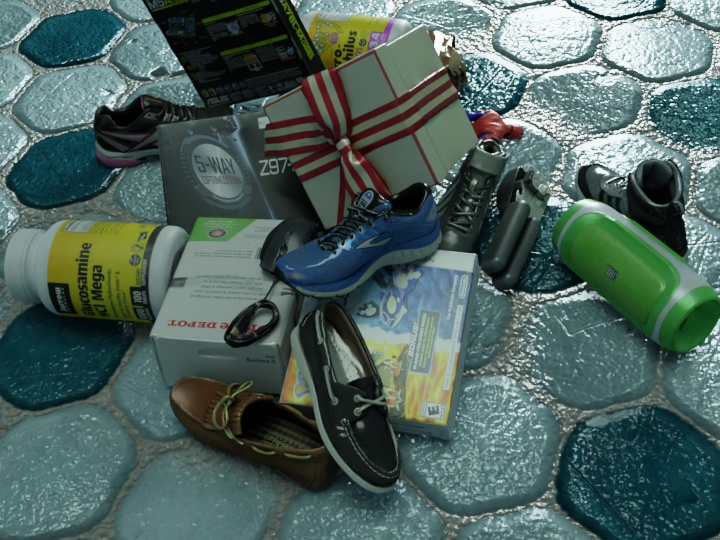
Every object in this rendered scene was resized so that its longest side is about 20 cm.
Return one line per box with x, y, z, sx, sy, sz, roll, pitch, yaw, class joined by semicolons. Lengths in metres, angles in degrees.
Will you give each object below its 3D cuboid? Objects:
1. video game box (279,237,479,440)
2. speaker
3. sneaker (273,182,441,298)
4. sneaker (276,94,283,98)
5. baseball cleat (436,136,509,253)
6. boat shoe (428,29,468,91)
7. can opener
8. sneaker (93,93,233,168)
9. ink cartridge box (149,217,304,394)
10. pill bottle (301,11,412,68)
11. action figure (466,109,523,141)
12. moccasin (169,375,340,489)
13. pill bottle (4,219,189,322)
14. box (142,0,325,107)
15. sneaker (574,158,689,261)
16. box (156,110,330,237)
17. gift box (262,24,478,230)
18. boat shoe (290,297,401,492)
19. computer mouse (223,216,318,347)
0.023;0.067;1.161;0.180;0.047;0.202;5;64;15;video game box
0.303;0.003;1.211;0.088;0.089;0.200;-25;46;-20;speaker
-0.004;-0.041;1.132;0.199;0.090;0.078;-26;41;-26;sneaker
-0.091;-0.199;1.467;0.075;0.088;0.201;-5;43;1;sneaker
0.125;-0.088;1.310;0.069;0.107;0.201;21;49;1;baseball cleat
0.118;-0.284;1.546;0.071;0.076;0.201;-4;45;0;boat shoe
0.187;-0.053;1.319;0.066;0.053;0.201;-21;29;38;can opener
-0.270;-0.200;1.490;0.198;0.087;0.081;-14;45;-10;sneaker
-0.135;0.036;1.226;0.144;0.085;0.201;3;43;9;ink cartridge box
-0.028;-0.317;1.574;0.198;0.105;0.105;9;45;16;pill bottle
0.120;-0.184;1.457;0.198;0.052;0.066;-2;48;-3;action figure
-0.112;0.153;1.103;0.200;0.078;0.074;26;54;29;moccasin
-0.302;0.000;1.263;0.198;0.113;0.113;3;44;10;pill bottle
-0.173;-0.324;1.492;0.199;0.194;0.048;-7;36;32;box
0.324;-0.096;1.292;0.075;0.114;0.200;-19;45;-15;sneaker
-0.143;-0.111;1.350;0.198;0.044;0.162;-7;81;-2;box
0.005;-0.154;1.269;0.199;0.185;0.187;-27;9;31;gift box
-0.006;0.119;1.068;0.073;0.060;0.201;5;48;-38;boat shoe
-0.095;0.005;1.168;0.058;0.034;0.201;12;45;12;computer mouse
